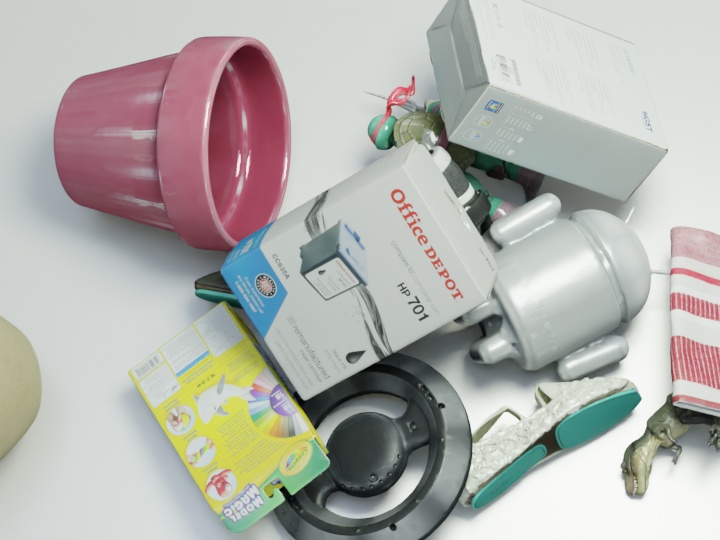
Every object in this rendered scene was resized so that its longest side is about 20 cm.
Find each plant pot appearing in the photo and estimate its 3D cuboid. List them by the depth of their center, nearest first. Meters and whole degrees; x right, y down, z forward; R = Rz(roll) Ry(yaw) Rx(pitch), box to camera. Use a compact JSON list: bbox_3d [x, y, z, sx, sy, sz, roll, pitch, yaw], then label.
[{"bbox_3d":[-0.371,0.106,1.711,0.134,0.200,0.201,-7,62,-38],"label":"plant pot"},{"bbox_3d":[-0.183,-0.121,1.786,0.178,0.200,0.201,2,67,22],"label":"plant pot"}]

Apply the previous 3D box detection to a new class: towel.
[{"bbox_3d":[0.351,0.052,1.710,0.143,0.023,0.201,13,51,-7],"label":"towel"}]

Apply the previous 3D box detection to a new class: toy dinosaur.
[{"bbox_3d":[0.313,0.124,1.706,0.200,0.048,0.088,-49,37,-16],"label":"toy dinosaur"}]

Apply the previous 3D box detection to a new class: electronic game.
[{"bbox_3d":[0.006,0.168,1.706,0.199,0.042,0.201,-9,62,17],"label":"electronic game"}]

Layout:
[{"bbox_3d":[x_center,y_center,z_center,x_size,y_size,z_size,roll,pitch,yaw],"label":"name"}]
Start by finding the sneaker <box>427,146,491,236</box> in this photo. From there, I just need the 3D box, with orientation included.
[{"bbox_3d":[0.039,-0.025,1.755,0.112,0.200,0.073,48,44,-12],"label":"sneaker"}]

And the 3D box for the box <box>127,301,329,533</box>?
[{"bbox_3d":[-0.115,0.138,1.714,0.117,0.048,0.200,-36,58,0],"label":"box"}]

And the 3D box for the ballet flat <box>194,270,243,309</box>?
[{"bbox_3d":[-0.055,0.021,1.774,0.199,0.068,0.069,17,79,1],"label":"ballet flat"}]

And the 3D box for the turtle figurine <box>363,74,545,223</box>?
[{"bbox_3d":[0.073,-0.102,1.803,0.199,0.101,0.150,26,74,6],"label":"turtle figurine"}]

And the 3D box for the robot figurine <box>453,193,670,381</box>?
[{"bbox_3d":[0.184,0.017,1.734,0.199,0.113,0.170,-27,95,-7],"label":"robot figurine"}]

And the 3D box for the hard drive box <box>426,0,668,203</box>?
[{"bbox_3d":[0.172,-0.167,1.744,0.199,0.077,0.156,17,41,-24],"label":"hard drive box"}]

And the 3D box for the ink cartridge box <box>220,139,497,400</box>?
[{"bbox_3d":[0.000,0.000,1.670,0.199,0.086,0.147,-29,101,20],"label":"ink cartridge box"}]

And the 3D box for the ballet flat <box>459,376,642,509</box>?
[{"bbox_3d":[0.160,0.140,1.709,0.199,0.072,0.072,-31,69,-10],"label":"ballet flat"}]
